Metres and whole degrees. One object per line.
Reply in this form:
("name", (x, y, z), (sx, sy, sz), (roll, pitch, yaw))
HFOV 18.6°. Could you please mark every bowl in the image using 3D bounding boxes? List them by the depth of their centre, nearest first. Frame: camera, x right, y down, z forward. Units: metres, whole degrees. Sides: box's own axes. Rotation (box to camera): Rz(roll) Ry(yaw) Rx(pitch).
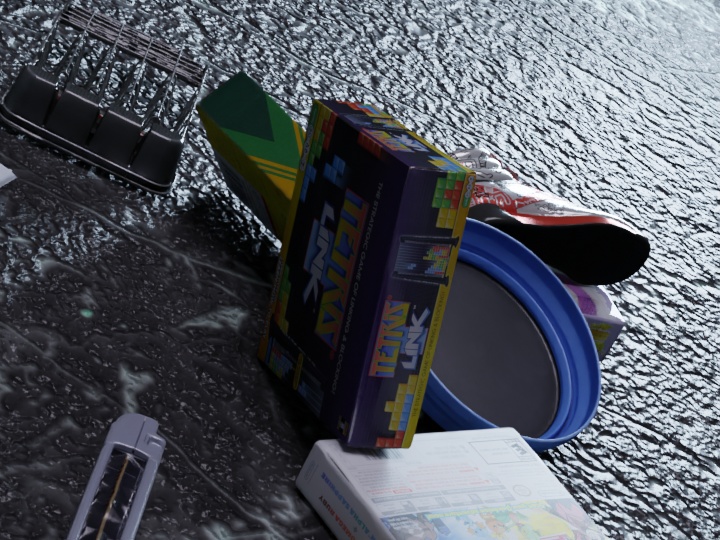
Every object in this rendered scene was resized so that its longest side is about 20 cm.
("bowl", (0.096, 0.053, 1.692), (0.200, 0.039, 0.202), (24, 44, -26))

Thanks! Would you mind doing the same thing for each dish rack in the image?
("dish rack", (-0.203, -0.149, 1.803), (0.153, 0.055, 0.200), (26, 25, -9))

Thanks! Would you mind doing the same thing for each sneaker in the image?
("sneaker", (0.146, -0.050, 1.841), (0.200, 0.067, 0.108), (6, 38, -33))

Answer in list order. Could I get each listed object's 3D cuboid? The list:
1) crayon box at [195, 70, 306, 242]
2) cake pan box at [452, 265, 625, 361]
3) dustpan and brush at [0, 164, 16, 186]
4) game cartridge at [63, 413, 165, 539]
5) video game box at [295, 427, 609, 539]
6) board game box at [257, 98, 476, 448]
("crayon box", (-0.040, -0.050, 1.714), (0.200, 0.051, 0.127), (46, -13, 28))
("cake pan box", (0.108, -0.012, 1.867), (0.183, 0.052, 0.200), (15, 31, -31))
("dustpan and brush", (-0.360, -0.090, 1.560), (0.200, 0.057, 0.140), (38, 26, 3))
("game cartridge", (-0.155, 0.180, 1.187), (0.041, 0.134, 0.200), (19, 26, -3))
("video game box", (0.081, 0.185, 1.504), (0.199, 0.047, 0.182), (1, 36, -43))
("board game box", (0.000, 0.000, 1.531), (0.056, 0.201, 0.165), (5, 17, -26))
